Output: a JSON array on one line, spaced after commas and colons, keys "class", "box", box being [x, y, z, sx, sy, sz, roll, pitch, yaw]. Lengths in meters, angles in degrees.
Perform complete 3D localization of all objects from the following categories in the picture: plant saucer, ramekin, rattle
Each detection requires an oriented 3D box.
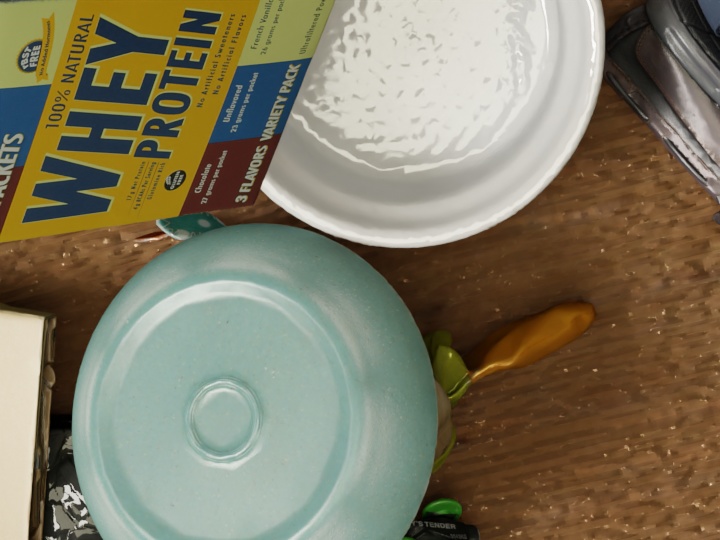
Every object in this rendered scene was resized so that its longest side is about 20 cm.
[{"class": "plant saucer", "box": [-0.061, 0.074, 1.262, 0.200, 0.036, 0.200, -2, 84, 22]}, {"class": "ramekin", "box": [0.022, -0.119, 1.300, 0.200, 0.098, 0.201, 1, 101, 3]}, {"class": "rattle", "box": [0.000, 0.000, 1.341, 0.143, 0.130, 0.200, -47, 69, -1]}]

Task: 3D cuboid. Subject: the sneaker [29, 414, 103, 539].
[{"class": "sneaker", "box": [-0.140, 0.132, 1.379, 0.199, 0.060, 0.104, 0, 100, 9]}]

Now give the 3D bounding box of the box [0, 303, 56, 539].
[{"class": "box", "box": [-0.259, 0.090, 1.367, 0.200, 0.021, 0.164, 8, 100, 17]}]

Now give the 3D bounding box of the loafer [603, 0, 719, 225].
[{"class": "loafer", "box": [0.196, -0.054, 1.326, 0.063, 0.072, 0.200, -35, 91, 29]}]

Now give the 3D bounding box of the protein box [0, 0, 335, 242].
[{"class": "protein box", "box": [-0.158, -0.131, 1.193, 0.200, 0.198, 0.135, 47, 129, 32]}]

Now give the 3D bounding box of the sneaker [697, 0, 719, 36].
[{"class": "sneaker", "box": [0.200, -0.115, 1.241, 0.081, 0.200, 0.146, -37, 104, 27]}]

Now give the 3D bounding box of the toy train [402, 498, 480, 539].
[{"class": "toy train", "box": [-0.034, 0.142, 1.348, 0.200, 0.042, 0.056, 6, 135, -19]}]
